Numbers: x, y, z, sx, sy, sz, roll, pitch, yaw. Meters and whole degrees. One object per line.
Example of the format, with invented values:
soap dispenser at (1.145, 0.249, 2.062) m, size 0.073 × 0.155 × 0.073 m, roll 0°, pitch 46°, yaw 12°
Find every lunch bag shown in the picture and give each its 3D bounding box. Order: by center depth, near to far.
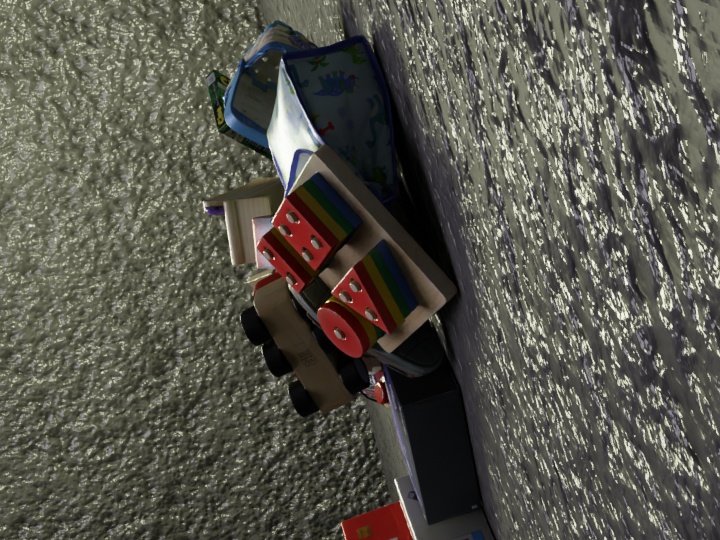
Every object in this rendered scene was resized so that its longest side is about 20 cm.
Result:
lunch bag at (-0.023, -0.121, 1.486) m, size 0.170 × 0.126 × 0.202 m, roll 111°, pitch 138°, yaw -64°

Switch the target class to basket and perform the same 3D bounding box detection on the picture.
basket at (-0.090, -0.211, 1.718) m, size 0.175 × 0.139 × 0.202 m, roll 28°, pitch -138°, yaw -25°

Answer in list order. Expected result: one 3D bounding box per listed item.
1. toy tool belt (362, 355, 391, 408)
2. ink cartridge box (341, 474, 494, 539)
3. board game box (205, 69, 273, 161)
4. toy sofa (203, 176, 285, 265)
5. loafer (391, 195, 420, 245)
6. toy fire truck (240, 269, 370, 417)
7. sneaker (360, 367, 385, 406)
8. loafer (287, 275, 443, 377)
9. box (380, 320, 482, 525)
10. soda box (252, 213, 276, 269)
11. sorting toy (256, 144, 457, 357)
toy tool belt at (-0.001, 0.090, 1.799) m, size 0.125 × 0.121 × 0.203 m, roll -174°, pitch 78°, yaw -65°
ink cartridge box at (0.072, 0.336, 1.688) m, size 0.201 × 0.174 × 0.045 m, roll -113°, pitch 7°, yaw -58°
board game box at (-0.121, -0.188, 1.825) m, size 0.199 × 0.023 × 0.106 m, roll 27°, pitch -144°, yaw -40°
toy sofa at (-0.119, -0.067, 1.744) m, size 0.200 × 0.096 × 0.084 m, roll -36°, pitch -60°, yaw -68°
loafer at (0.041, -0.028, 1.560) m, size 0.063 × 0.071 × 0.202 m, roll 38°, pitch -151°, yaw -44°
toy fire truck at (-0.077, 0.066, 1.706) m, size 0.177 × 0.127 × 0.201 m, roll 58°, pitch -164°, yaw -23°
sneaker at (0.027, 0.159, 1.958) m, size 0.075 × 0.080 × 0.200 m, roll 53°, pitch -179°, yaw 9°
loafer at (-0.002, 0.065, 1.549) m, size 0.072 × 0.199 × 0.063 m, roll -61°, pitch 7°, yaw -32°
box at (0.083, 0.188, 1.669) m, size 0.142 × 0.078 × 0.202 m, roll -116°, pitch 11°, yaw -54°
soda box at (-0.042, -0.046, 1.665) m, size 0.199 × 0.068 × 0.065 m, roll -14°, pitch -78°, yaw -51°
sorting toy at (-0.018, -0.002, 1.420) m, size 0.199 × 0.069 × 0.200 m, roll 48°, pitch 155°, yaw 3°
